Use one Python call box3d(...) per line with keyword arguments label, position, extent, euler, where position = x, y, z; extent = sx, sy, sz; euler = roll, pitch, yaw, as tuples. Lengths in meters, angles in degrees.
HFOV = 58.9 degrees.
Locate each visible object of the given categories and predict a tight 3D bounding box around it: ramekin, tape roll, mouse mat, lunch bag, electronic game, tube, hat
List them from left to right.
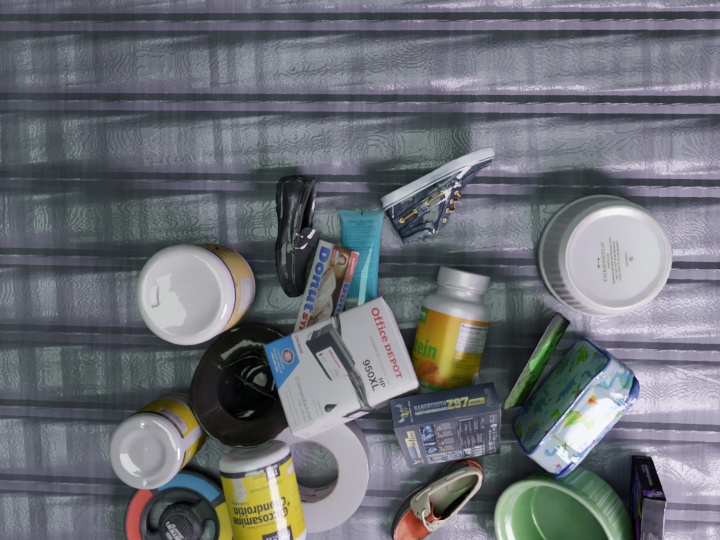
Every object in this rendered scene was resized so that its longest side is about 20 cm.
box3d(label="electronic game", position=(-0.309, 0.440, 1.097), extent=(0.198, 0.042, 0.202), euler=(0, 93, 4))
box3d(label="hat", position=(-0.181, 0.193, 1.052), extent=(0.199, 0.081, 0.202), euler=(2, 69, -5))
box3d(label="tape roll", position=(-0.084, 0.326, 1.065), extent=(0.199, 0.066, 0.202), euler=(0, 92, 3))
box3d(label="tube", position=(0.000, 0.000, 1.056), extent=(0.077, 0.050, 0.202), euler=(1, 89, 9))
box3d(label="mouse mat", position=(0.272, 0.141, 0.973), extent=(0.008, 0.200, 0.162), euler=(30, 94, 23))
box3d(label="ramekin", position=(0.317, 0.401, 0.986), extent=(0.199, 0.097, 0.202), euler=(11, 107, 41))
box3d(label="lunch bag", position=(0.328, 0.207, 0.988), extent=(0.082, 0.161, 0.200), euler=(37, 96, -4))
box3d(label="ramekin", position=(0.390, -0.022, 1.004), extent=(0.201, 0.094, 0.204), euler=(0, 93, 3))

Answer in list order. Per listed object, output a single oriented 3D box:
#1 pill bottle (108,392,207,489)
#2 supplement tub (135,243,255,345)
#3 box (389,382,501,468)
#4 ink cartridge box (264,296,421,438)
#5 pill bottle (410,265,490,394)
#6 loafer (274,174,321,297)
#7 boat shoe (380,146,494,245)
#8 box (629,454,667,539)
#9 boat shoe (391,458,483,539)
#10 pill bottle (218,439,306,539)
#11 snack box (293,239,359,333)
box3d(label="pill bottle", position=(-0.304, 0.257, 1.009), extent=(0.110, 0.200, 0.112), euler=(0, 92, 4))
box3d(label="supplement tub", position=(-0.246, 0.031, 0.995), extent=(0.144, 0.200, 0.147), euler=(0, 93, 3))
box3d(label="box", position=(0.135, 0.244, 0.987), extent=(0.156, 0.200, 0.051), euler=(-12, 55, 5))
box3d(label="ink cartridge box", position=(-0.026, 0.147, 0.968), extent=(0.199, 0.084, 0.145), euler=(-23, 70, 3))
box3d(label="pill bottle", position=(0.145, 0.099, 1.017), extent=(0.110, 0.111, 0.202), euler=(13, 93, 3))
box3d(label="loafer", position=(-0.100, -0.056, 1.047), extent=(0.070, 0.068, 0.202), euler=(0, 89, 14))
box3d(label="boat shoe", position=(0.138, -0.120, 1.033), extent=(0.199, 0.071, 0.091), euler=(-27, 92, 11))
box3d(label="box", position=(0.433, 0.381, 0.969), extent=(0.036, 0.200, 0.144), euler=(3, 92, 20))
box3d(label="boat shoe", position=(0.126, 0.390, 1.057), extent=(0.200, 0.063, 0.071), euler=(-44, 91, 6))
box3d(label="pill bottle", position=(-0.145, 0.375, 0.983), extent=(0.111, 0.112, 0.202), euler=(-12, 92, 4))
box3d(label="snack box", position=(-0.062, 0.056, 1.054), extent=(0.072, 0.024, 0.201), euler=(20, 97, 33))
